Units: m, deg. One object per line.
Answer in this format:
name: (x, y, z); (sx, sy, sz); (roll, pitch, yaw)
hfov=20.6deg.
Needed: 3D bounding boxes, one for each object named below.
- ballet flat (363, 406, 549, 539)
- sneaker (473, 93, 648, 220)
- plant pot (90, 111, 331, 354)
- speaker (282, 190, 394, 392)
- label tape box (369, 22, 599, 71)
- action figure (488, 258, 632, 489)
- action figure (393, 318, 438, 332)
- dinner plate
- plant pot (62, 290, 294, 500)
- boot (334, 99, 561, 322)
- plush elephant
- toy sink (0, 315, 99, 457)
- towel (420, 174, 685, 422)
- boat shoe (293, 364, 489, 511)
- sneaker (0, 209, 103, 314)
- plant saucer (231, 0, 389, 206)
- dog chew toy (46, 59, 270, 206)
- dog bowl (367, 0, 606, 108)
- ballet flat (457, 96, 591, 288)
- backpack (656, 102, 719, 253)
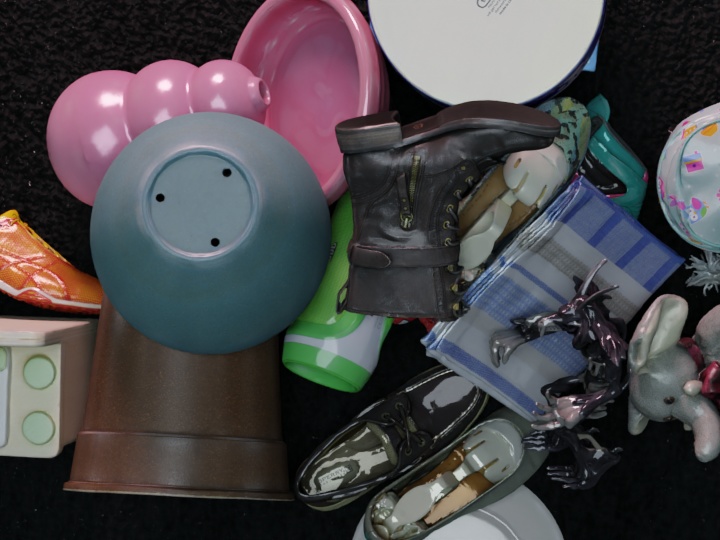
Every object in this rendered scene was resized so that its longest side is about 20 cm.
ballet flat: (0.089, 0.180, 1.722); (0.200, 0.064, 0.067); (-35, 76, -3)
sneaker: (0.166, -0.106, 1.708); (0.200, 0.084, 0.121); (30, 100, -2)
plant pot: (-0.123, -0.040, 1.579); (0.200, 0.135, 0.200); (0, 81, -1)
speaker: (0.000, 0.000, 1.711); (0.088, 0.088, 0.200); (19, 77, 6)
label tape box: (0.114, -0.253, 1.723); (0.200, 0.066, 0.144); (7, 93, 4)
action figure: (0.168, 0.087, 1.625); (0.102, 0.119, 0.200); (-11, 128, -13)
action figure: (0.119, 0.038, 1.713); (0.200, 0.099, 0.065); (-4, 107, 10)
dinner plate: (0.086, 0.272, 1.762); (0.200, 0.024, 0.201); (0, 93, 8)
plant pot: (-0.151, 0.096, 1.712); (0.200, 0.200, 0.199); (2, 83, 7)
boot: (0.070, -0.044, 1.613); (0.200, 0.069, 0.174); (-4, 106, 11)
plush elephant: (0.297, 0.087, 1.665); (0.155, 0.165, 0.200); (-38, 58, -6)
toy sink: (-0.310, 0.100, 1.718); (0.130, 0.200, 0.112); (1, 92, 6)
towel: (0.164, 0.029, 1.674); (0.147, 0.024, 0.200); (36, 103, -31)
boat shoe: (0.028, 0.150, 1.744); (0.200, 0.065, 0.073); (-37, 85, 6)
sneaker: (-0.304, -0.011, 1.780); (0.200, 0.073, 0.077); (21, 84, 3)
plant saucer: (-0.042, -0.145, 1.708); (0.200, 0.051, 0.201); (-5, 83, 49)
dog chew toy: (-0.171, -0.127, 1.720); (0.200, 0.125, 0.125); (-16, 90, 21)
dog bowl: (0.106, -0.230, 1.653); (0.200, 0.079, 0.200); (0, 92, 6)
ballet flat: (0.125, -0.056, 1.654); (0.074, 0.074, 0.200); (39, 110, 5)
backpack: (0.349, -0.085, 1.665); (0.200, 0.127, 0.167); (-6, 92, 7)
